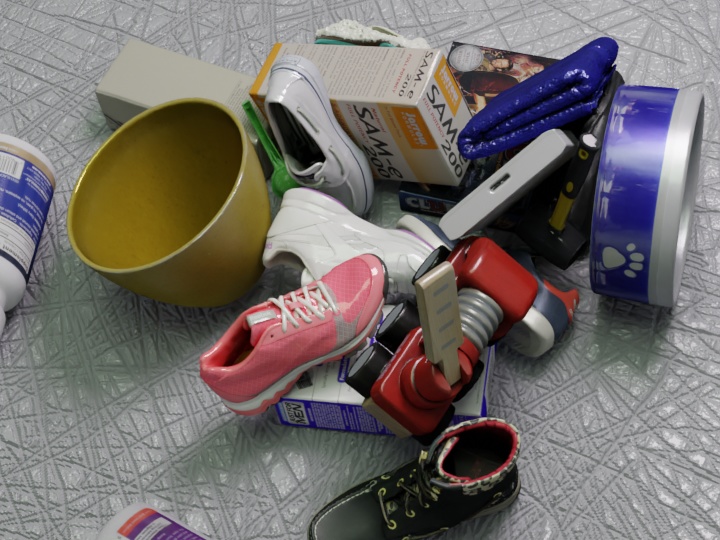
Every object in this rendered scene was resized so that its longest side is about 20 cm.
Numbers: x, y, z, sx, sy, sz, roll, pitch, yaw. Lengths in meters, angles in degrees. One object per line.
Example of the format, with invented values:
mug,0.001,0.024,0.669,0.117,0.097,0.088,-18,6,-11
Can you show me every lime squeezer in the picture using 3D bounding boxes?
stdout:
lime squeezer,-0.068,-0.076,1.695,0.038,0.071,0.201,-33,74,11

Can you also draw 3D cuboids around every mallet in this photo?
mallet,0.181,-0.073,1.539,0.066,0.201,0.041,34,65,19

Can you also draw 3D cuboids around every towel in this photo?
towel,0.175,-0.160,1.611,0.147,0.200,0.050,-29,96,22

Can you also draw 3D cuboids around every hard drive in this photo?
hard drive,0.141,-0.081,1.558,0.132,0.200,0.026,-40,87,11

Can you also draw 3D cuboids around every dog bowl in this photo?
dog bowl,0.268,-0.071,1.574,0.078,0.201,0.202,8,59,14

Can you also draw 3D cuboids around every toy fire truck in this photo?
toy fire truck,0.080,0.039,1.435,0.128,0.200,0.177,40,67,-9

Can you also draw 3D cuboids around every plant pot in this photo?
plant pot,-0.163,-0.044,1.637,0.198,0.142,0.202,-17,50,21

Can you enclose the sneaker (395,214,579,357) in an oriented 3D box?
sneaker,0.125,0.000,1.632,0.200,0.075,0.084,38,61,22

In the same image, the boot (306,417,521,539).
boot,0.047,0.189,1.462,0.202,0.154,0.074,-18,70,-6

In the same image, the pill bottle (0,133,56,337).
pill bottle,-0.381,-0.028,1.688,0.114,0.116,0.202,4,58,10

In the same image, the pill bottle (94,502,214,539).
pill bottle,-0.136,0.291,1.452,0.199,0.112,0.112,25,64,22

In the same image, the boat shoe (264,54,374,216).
boat shoe,-0.049,-0.114,1.638,0.073,0.201,0.067,0,47,32

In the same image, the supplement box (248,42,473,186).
supplement box,0.005,-0.156,1.681,0.198,0.126,0.074,7,57,33

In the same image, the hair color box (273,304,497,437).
hair color box,0.024,0.093,1.586,0.198,0.065,0.110,6,59,9

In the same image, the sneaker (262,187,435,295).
sneaker,0.000,0.000,1.597,0.199,0.075,0.100,23,71,16

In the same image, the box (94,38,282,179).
box,-0.173,-0.171,1.778,0.198,0.069,0.083,20,62,20

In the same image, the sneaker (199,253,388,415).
sneaker,-0.060,0.053,1.515,0.200,0.087,0.074,-40,53,8

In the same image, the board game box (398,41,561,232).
board game box,0.132,-0.139,1.735,0.134,0.035,0.201,12,60,15

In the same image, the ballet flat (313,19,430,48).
ballet flat,0.033,-0.227,1.769,0.199,0.072,0.072,26,63,39

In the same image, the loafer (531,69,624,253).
loafer,0.226,-0.110,1.687,0.068,0.070,0.202,-10,51,49
